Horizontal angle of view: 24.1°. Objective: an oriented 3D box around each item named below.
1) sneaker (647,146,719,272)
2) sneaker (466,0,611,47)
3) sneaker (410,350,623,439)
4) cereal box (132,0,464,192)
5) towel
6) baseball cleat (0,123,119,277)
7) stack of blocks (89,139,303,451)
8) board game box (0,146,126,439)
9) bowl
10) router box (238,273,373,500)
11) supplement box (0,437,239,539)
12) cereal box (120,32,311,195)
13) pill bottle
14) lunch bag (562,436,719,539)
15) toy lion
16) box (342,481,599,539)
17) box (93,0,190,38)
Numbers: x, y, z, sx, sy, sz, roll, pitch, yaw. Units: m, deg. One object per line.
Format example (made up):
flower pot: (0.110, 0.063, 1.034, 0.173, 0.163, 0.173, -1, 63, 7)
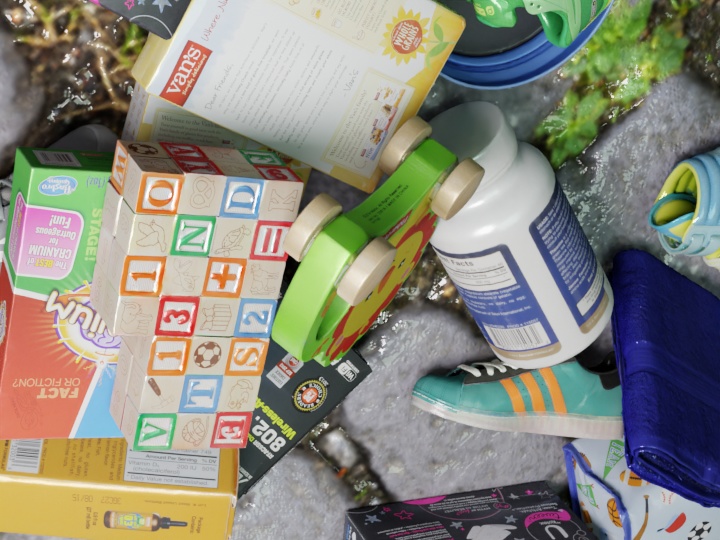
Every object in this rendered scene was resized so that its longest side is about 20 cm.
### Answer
sneaker: (0.304, -0.015, 1.430, 0.129, 0.079, 0.202, -15, 110, -20)
sneaker: (0.100, -0.217, 1.192, 0.199, 0.074, 0.084, 25, 98, -32)
sneaker: (0.136, 0.093, 1.415, 0.198, 0.071, 0.081, 7, 93, -22)
cereal box: (-0.040, -0.155, 1.167, 0.199, 0.040, 0.145, 23, 104, -33)
towel: (0.262, 0.093, 1.406, 0.147, 0.202, 0.049, 30, 137, -34)
baseball cleat: (-0.252, -0.032, 1.158, 0.200, 0.070, 0.106, -48, 144, 3)
stack of blocks: (-0.119, 0.019, 1.134, 0.114, 0.059, 0.202, 2, 113, -27)
board game box: (-0.174, 0.019, 1.168, 0.151, 0.040, 0.202, 1, 114, -27)
bowl: (0.104, -0.236, 1.252, 0.198, 0.039, 0.203, -10, 117, -21)
router box: (-0.107, 0.059, 1.282, 0.150, 0.062, 0.200, -43, 124, 1)
supplement box: (-0.190, 0.155, 1.246, 0.197, 0.069, 0.067, 8, 133, -5)
cereal box: (-0.082, -0.155, 1.206, 0.143, 0.040, 0.202, 9, 109, -29)
pill bottle: (0.113, -0.029, 1.313, 0.111, 0.111, 0.201, -35, 123, -5)
lunch bag: (0.284, 0.219, 1.509, 0.169, 0.124, 0.201, -23, 133, -13)
toy lion: (0.000, 0.000, 1.187, 0.200, 0.068, 0.193, -42, 164, -47)
box: (0.091, 0.277, 1.447, 0.198, 0.115, 0.134, -5, 115, -22)
box: (-0.192, -0.250, 1.045, 0.199, 0.132, 0.115, 26, 98, -32)
